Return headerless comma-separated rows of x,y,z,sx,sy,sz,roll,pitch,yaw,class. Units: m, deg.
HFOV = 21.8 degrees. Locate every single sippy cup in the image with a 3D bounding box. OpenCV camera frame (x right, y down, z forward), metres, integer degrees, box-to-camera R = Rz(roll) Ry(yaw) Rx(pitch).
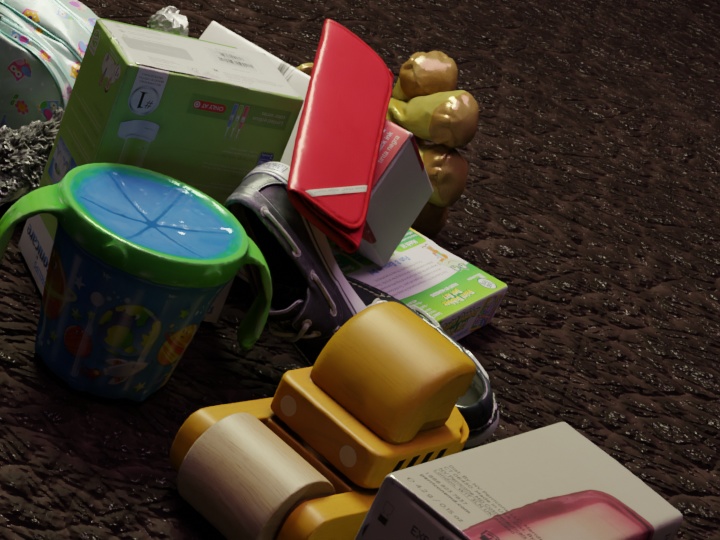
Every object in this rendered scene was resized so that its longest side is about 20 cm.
-0.161,0.014,1.296,0.178,0.130,0.140,28,24,11,sippy cup

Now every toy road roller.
-0.011,0.103,1.224,0.123,0.146,0.200,37,26,31,toy road roller

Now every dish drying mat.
-0.013,-0.105,1.398,0.077,0.018,0.200,39,40,-25,dish drying mat

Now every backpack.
-0.289,-0.173,1.586,0.200,0.167,0.127,33,44,15,backpack

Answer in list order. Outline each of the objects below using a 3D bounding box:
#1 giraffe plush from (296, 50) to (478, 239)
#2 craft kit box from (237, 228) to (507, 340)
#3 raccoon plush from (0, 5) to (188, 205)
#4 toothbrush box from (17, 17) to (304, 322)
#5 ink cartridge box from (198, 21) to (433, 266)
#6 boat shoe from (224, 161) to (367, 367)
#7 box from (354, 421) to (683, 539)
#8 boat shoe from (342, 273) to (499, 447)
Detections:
-0.005,-0.130,1.752,0.162,0.173,0.200,3,21,-24,giraffe plush
0.000,0.000,1.597,0.197,0.049,0.200,29,23,20,craft kit box
-0.221,-0.128,1.457,0.134,0.200,0.097,2,31,-21,raccoon plush
-0.152,-0.071,1.402,0.146,0.200,0.086,8,26,-31,toothbrush box
-0.051,-0.103,1.536,0.200,0.083,0.147,31,-10,16,ink cartridge box
-0.044,0.022,1.368,0.072,0.200,0.068,-6,26,33,boat shoe
0.088,0.188,1.156,0.109,0.128,0.200,37,27,29,box
0.027,0.054,1.437,0.200,0.060,0.076,33,69,21,boat shoe
